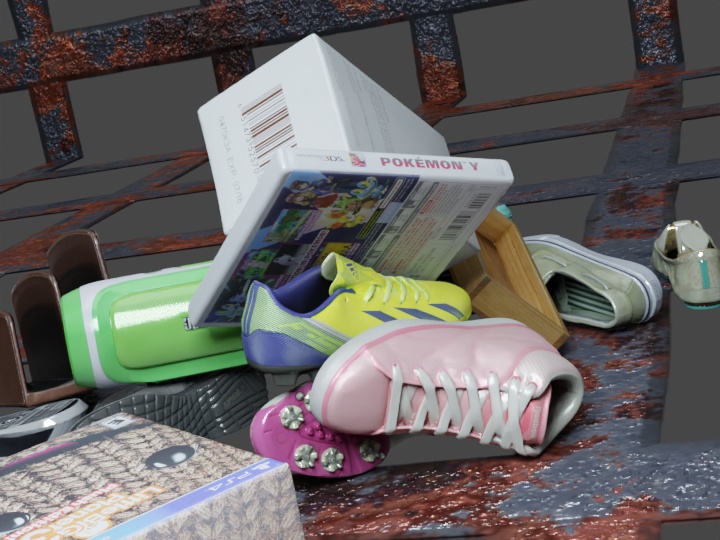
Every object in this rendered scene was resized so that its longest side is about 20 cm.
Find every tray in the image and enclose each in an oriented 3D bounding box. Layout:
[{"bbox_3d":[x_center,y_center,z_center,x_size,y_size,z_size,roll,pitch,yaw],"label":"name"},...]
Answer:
[{"bbox_3d":[0.115,-0.008,1.191,0.037,0.098,0.200,-48,25,17],"label":"tray"}]

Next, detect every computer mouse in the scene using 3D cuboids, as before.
[{"bbox_3d":[-0.313,0.152,1.110,0.198,0.044,0.110,-14,7,15],"label":"computer mouse"}]

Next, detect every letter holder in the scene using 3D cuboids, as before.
[{"bbox_3d":[-0.292,0.044,1.226,0.100,0.144,0.200,-14,1,-25],"label":"letter holder"}]

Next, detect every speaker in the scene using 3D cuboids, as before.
[{"bbox_3d":[-0.135,0.039,1.078,0.198,0.089,0.088,-11,13,-10],"label":"speaker"}]

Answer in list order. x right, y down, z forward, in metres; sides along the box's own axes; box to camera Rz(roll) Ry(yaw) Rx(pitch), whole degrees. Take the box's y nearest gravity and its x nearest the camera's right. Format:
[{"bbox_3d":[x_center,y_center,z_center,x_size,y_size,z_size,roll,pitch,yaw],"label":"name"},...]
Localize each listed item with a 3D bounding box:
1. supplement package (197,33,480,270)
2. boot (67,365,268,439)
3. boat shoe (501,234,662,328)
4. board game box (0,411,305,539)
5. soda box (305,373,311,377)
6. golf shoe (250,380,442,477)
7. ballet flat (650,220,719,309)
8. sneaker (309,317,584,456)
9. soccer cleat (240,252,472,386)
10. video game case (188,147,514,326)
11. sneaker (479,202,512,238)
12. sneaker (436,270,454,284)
[{"bbox_3d":[-0.013,-0.068,1.029,0.117,0.118,0.200,-29,-32,22],"label":"supplement package"},{"bbox_3d":[-0.181,0.126,1.090,0.131,0.071,0.199,-7,4,43],"label":"boot"},{"bbox_3d":[0.183,0.010,1.232,0.062,0.073,0.199,-14,15,-36],"label":"boat shoe"},{"bbox_3d":[-0.149,0.168,0.781,0.159,0.098,0.199,-20,16,-36],"label":"board game box"},{"bbox_3d":[0.000,0.000,1.163,0.068,0.064,0.201,31,84,45],"label":"soda box"},{"bbox_3d":[-0.005,0.107,1.004,0.199,0.076,0.091,-10,2,-35],"label":"golf shoe"},{"bbox_3d":[0.314,-0.018,1.264,0.067,0.063,0.200,-9,13,4],"label":"ballet flat"},{"bbox_3d":[0.070,0.085,0.930,0.199,0.076,0.105,-7,28,-33],"label":"sneaker"},{"bbox_3d":[0.004,0.026,0.969,0.199,0.085,0.064,-11,17,-34],"label":"soccer cleat"},{"bbox_3d":[-0.011,-0.018,0.972,0.181,0.023,0.200,1,-33,-28],"label":"video game case"},{"bbox_3d":[0.061,-0.036,1.364,0.199,0.092,0.077,-26,-5,34],"label":"sneaker"},{"bbox_3d":[0.014,-0.011,1.259,0.199,0.100,0.071,22,22,27],"label":"sneaker"}]
